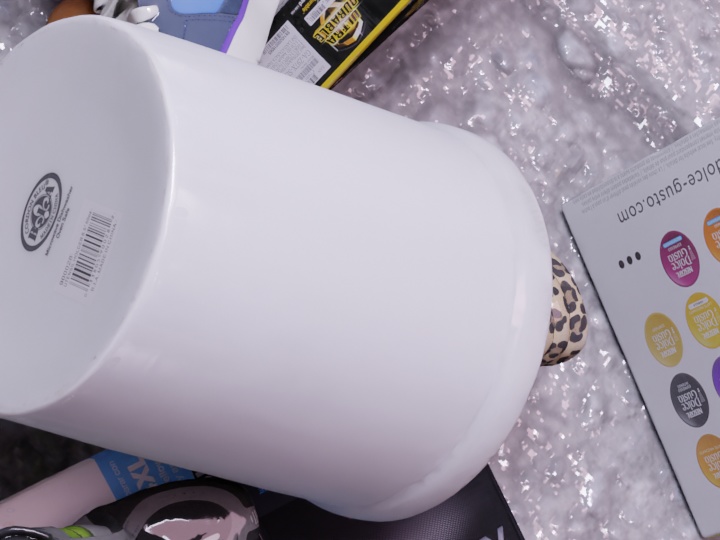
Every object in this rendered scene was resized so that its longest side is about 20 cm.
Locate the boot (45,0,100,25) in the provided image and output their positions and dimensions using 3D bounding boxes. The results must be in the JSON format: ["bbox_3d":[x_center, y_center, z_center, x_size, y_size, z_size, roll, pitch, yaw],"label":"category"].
[{"bbox_3d":[-0.184,-0.048,1.241,0.154,0.074,0.201,9,67,-22],"label":"boot"}]

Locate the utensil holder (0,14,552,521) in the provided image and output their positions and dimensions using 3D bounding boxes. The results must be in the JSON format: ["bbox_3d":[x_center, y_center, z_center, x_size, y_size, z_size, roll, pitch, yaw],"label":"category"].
[{"bbox_3d":[-0.051,0.000,1.072,0.199,0.169,0.171,18,65,-41],"label":"utensil holder"}]

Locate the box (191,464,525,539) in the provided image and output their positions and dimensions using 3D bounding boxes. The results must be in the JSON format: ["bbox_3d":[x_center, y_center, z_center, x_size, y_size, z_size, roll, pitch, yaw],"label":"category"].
[{"bbox_3d":[0.011,0.144,1.252,0.200,0.050,0.199,-20,81,-57],"label":"box"}]

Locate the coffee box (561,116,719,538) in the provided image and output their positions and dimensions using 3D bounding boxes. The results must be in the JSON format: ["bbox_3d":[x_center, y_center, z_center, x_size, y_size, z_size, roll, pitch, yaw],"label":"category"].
[{"bbox_3d":[0.267,0.000,1.393,0.199,0.199,0.199,-20,84,-33],"label":"coffee box"}]

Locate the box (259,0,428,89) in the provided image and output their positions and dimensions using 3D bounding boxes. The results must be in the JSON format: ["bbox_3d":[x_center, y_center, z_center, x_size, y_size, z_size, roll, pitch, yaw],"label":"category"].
[{"bbox_3d":[0.038,-0.172,1.317,0.049,0.160,0.200,43,40,0],"label":"box"}]

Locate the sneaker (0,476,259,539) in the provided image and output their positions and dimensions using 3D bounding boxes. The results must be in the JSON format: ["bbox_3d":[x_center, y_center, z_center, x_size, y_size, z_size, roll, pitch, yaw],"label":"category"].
[{"bbox_3d":[-0.117,0.134,1.057,0.199,0.083,0.071,-19,80,-34],"label":"sneaker"}]

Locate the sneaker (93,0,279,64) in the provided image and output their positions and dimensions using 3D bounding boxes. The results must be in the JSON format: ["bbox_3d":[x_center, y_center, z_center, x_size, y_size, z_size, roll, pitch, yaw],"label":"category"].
[{"bbox_3d":[-0.112,-0.142,1.221,0.146,0.081,0.201,33,53,-16],"label":"sneaker"}]

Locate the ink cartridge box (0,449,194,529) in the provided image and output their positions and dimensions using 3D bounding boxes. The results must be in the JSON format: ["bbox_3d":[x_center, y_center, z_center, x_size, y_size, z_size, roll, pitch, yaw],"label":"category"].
[{"bbox_3d":[-0.159,0.172,1.146,0.199,0.128,0.126,-25,86,-33],"label":"ink cartridge box"}]

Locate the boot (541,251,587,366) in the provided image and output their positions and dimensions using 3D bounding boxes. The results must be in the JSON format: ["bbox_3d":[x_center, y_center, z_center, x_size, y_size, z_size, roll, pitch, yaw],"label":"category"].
[{"bbox_3d":[0.000,0.000,1.279,0.150,0.200,0.074,-7,117,-36],"label":"boot"}]
